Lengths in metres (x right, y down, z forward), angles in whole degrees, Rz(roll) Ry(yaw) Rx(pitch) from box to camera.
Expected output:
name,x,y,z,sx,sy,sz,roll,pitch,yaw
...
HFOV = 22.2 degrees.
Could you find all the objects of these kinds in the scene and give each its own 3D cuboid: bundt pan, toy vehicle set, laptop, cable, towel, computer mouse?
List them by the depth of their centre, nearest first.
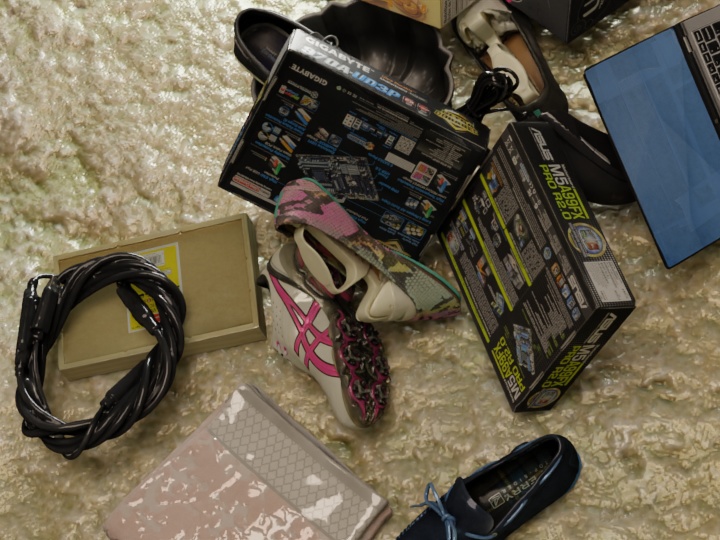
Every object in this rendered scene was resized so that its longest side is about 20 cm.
name,x,y,z,sx,sy,sz,roll,pitch,yaw
laptop,0.327,-0.132,1.579,0.199,0.116,0.188,-22,96,22
towel,-0.100,0.219,1.616,0.200,0.032,0.191,37,78,28
computer mouse,0.166,-0.096,1.665,0.199,0.140,0.046,30,61,-13
cable,-0.241,0.081,1.689,0.162,0.051,0.201,-3,61,8
toy vehicle set,-0.192,0.025,1.741,0.199,0.027,0.125,-12,62,9
bundt pan,0.000,-0.157,1.754,0.201,0.076,0.203,-7,62,12

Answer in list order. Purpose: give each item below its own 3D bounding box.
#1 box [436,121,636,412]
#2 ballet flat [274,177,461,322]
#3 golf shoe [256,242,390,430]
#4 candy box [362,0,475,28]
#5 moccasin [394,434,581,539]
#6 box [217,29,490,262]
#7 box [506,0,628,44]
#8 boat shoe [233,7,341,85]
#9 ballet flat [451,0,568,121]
name,x,y,z,sx,sy,sz,roll,pitch,yaw
box,0.148,-0.004,1.594,0.044,0.160,0.201,-3,54,-29
ballet flat,0.000,0.000,1.630,0.200,0.069,0.071,38,58,-17
golf shoe,-0.035,0.064,1.663,0.092,0.072,0.201,-36,56,26
candy box,0.087,-0.317,1.777,0.115,0.056,0.200,23,47,29
moccasin,0.094,0.198,1.552,0.200,0.068,0.080,-40,61,-7
box,-0.007,-0.101,1.639,0.199,0.159,0.046,26,32,-8
box,0.230,-0.328,1.729,0.200,0.123,0.106,-36,59,-24
boat shoe,-0.046,-0.182,1.701,0.200,0.062,0.075,37,76,26
ballet flat,0.136,-0.215,1.747,0.068,0.068,0.200,-39,59,12
